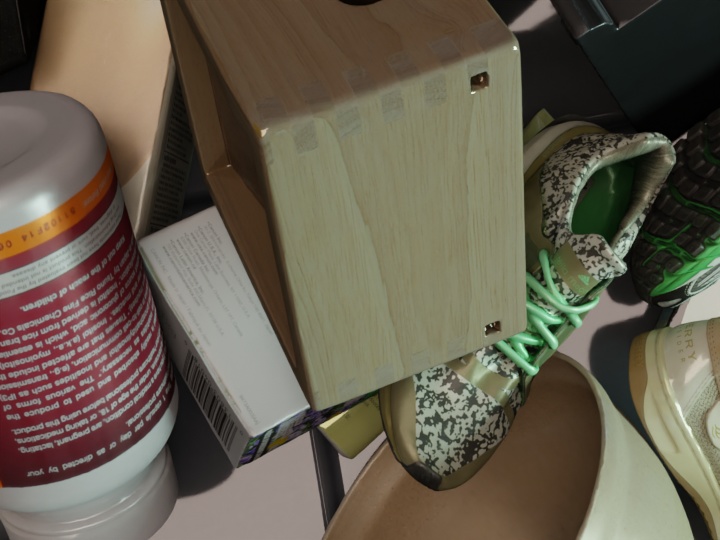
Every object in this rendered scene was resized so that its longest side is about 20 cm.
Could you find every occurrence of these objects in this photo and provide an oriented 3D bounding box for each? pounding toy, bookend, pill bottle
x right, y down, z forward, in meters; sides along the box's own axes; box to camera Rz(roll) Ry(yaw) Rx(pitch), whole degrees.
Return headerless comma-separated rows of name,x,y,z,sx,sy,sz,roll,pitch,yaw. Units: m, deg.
pounding toy,0.000,-0.092,0.638,0.141,0.185,0.201,-19,48,-10
bookend,0.170,-0.162,0.663,0.198,0.200,0.093,-34,72,12
pill bottle,-0.146,0.032,0.687,0.112,0.113,0.202,-10,121,4

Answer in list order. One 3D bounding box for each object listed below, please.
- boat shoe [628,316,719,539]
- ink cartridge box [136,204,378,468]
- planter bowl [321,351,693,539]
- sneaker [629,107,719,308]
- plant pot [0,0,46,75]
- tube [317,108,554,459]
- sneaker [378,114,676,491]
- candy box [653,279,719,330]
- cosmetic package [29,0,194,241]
boat shoe,0.198,0.100,0.729,0.065,0.072,0.201,-21,120,28
ink cartridge box,0.000,0.000,0.745,0.199,0.050,0.109,-26,73,-24
planter bowl,0.083,0.158,0.727,0.134,0.200,0.201,39,92,-21
sneaker,0.211,-0.043,0.706,0.199,0.078,0.085,-37,118,16
plant pot,-0.240,-0.185,0.712,0.175,0.200,0.201,-2,128,-1
tube,0.049,0.010,0.793,0.200,0.052,0.058,-43,125,-2
sneaker,0.077,0.006,0.683,0.077,0.088,0.201,36,71,-14
candy box,0.247,-0.022,0.770,0.135,0.061,0.201,25,90,5
cosmetic package,-0.118,-0.107,0.778,0.070,0.105,0.202,11,88,3
